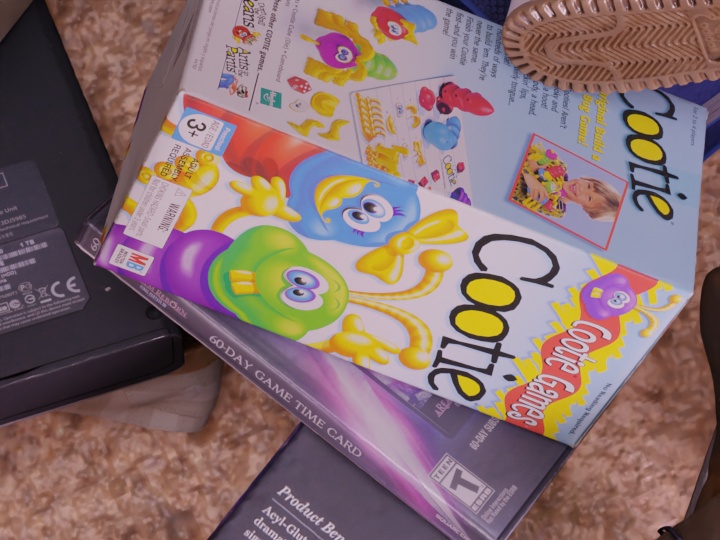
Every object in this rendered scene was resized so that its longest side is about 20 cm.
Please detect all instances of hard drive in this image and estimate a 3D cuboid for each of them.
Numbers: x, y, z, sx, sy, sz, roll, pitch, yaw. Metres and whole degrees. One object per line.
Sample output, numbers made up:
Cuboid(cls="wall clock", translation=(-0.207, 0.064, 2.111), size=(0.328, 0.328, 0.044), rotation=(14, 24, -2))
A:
Cuboid(cls="hard drive", translation=(-0.172, -0.025, 1.098), size=(0.139, 0.033, 0.200), rotation=(-17, 58, -12))

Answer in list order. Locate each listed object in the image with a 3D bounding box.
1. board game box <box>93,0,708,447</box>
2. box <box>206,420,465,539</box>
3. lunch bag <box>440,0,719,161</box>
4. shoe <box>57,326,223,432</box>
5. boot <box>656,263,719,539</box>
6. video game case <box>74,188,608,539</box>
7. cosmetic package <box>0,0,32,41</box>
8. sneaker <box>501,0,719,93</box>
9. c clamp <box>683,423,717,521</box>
Cuboid(cls="board game box", translation=(0.017, -0.032, 0.984), size=(0.200, 0.103, 0.105), rotation=(21, 46, -10))
Cuboid(cls="box", translation=(-0.034, 0.167, 1.054), size=(0.104, 0.148, 0.200), rotation=(38, 85, 8))
Cuboid(cls="lunch bag", translation=(0.132, -0.137, 1.094), size=(0.200, 0.132, 0.136), rotation=(-38, 63, -3))
Cuboid(cls="shoe", translation=(-0.156, 0.035, 1.120), size=(0.200, 0.053, 0.070), rotation=(7, 40, 4))
Cuboid(cls="boot", translation=(0.127, 0.095, 0.954), size=(0.097, 0.075, 0.200), rotation=(-13, 76, 4))
Cuboid(cls="video game case", translation=(0.005, 0.009, 1.029), size=(0.200, 0.019, 0.143), rotation=(38, 45, 5))
Cuboid(cls="cosmetic package", translation=(-0.194, -0.136, 1.100), size=(0.105, 0.071, 0.200), rotation=(26, 53, 5))
Cuboid(cls="sneaker", translation=(0.157, -0.125, 0.953), size=(0.200, 0.071, 0.113), rotation=(1, 53, 19))
Cuboid(cls="c clamp", translation=(0.213, 0.087, 0.989), size=(0.171, 0.027, 0.200), rotation=(25, 82, 9))
